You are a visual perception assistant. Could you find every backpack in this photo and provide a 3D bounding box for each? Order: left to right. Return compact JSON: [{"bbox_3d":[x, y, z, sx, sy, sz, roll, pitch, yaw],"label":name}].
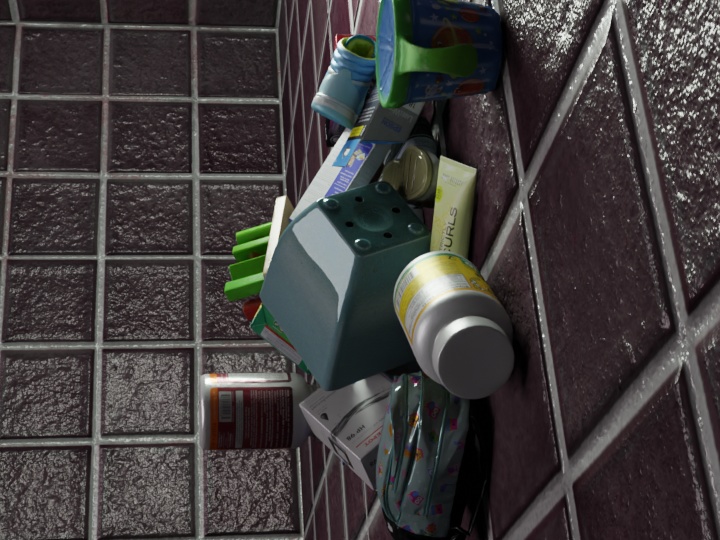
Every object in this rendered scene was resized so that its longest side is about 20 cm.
[{"bbox_3d":[0.082,0.221,1.476,0.167,0.125,0.202,-100,15,-63],"label":"backpack"}]

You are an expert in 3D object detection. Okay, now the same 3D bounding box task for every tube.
[{"bbox_3d":[0.111,-0.037,1.527,0.052,0.057,0.202,-42,-41,-67],"label":"tube"}]

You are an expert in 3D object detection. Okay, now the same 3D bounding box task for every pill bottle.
[{"bbox_3d":[-0.135,0.204,1.777,0.110,0.198,0.111,180,90,-81],"label":"pill bottle"},{"bbox_3d":[0.106,0.061,1.354,0.200,0.111,0.114,-112,23,-69],"label":"pill bottle"}]

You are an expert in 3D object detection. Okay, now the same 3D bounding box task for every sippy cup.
[{"bbox_3d":[0.090,-0.252,1.386,0.140,0.129,0.179,102,165,-52],"label":"sippy cup"}]

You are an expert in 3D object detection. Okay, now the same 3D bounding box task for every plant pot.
[{"bbox_3d":[0.000,0.000,1.619,0.197,0.194,0.201,52,146,34],"label":"plant pot"}]

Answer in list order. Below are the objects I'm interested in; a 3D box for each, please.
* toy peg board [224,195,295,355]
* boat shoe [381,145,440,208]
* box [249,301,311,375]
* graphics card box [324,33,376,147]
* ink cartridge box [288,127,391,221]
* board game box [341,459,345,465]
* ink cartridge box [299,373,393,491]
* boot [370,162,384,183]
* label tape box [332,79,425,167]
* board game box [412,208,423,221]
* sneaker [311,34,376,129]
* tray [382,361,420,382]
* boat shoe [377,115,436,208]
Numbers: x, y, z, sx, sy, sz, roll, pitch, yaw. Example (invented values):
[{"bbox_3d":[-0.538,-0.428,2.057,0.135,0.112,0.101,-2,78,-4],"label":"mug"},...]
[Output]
[{"bbox_3d":[-0.130,0.027,1.928,0.201,0.097,0.200,-85,-25,-51],"label":"toy peg board"},{"bbox_3d":[0.084,-0.123,1.643,0.200,0.068,0.076,-170,89,-76],"label":"boat shoe"},{"bbox_3d":[-0.064,0.082,1.767,0.049,0.117,0.200,-59,-18,21],"label":"box"},{"bbox_3d":[0.013,-0.279,1.924,0.201,0.124,0.051,102,165,-51],"label":"graphics card box"},{"bbox_3d":[-0.027,-0.143,1.884,0.201,0.037,0.094,-56,38,-5],"label":"ink cartridge box"},{"bbox_3d":[0.028,0.203,1.808,0.201,0.133,0.045,-103,16,-57],"label":"board game box"},{"bbox_3d":[0.021,0.214,1.653,0.200,0.115,0.067,34,154,48],"label":"ink cartridge box"},{"bbox_3d":[-0.007,-0.135,1.980,0.201,0.075,0.074,-61,11,19],"label":"boot"},{"bbox_3d":[0.040,-0.220,1.690,0.202,0.063,0.144,-64,10,1],"label":"label tape box"},{"bbox_3d":[0.012,-0.013,1.870,0.201,0.146,0.065,104,161,-60],"label":"board game box"},{"bbox_3d":[-0.008,-0.278,1.805,0.200,0.079,0.132,-44,-21,-85],"label":"sneaker"},{"bbox_3d":[0.025,0.110,1.768,0.200,0.022,0.108,41,-151,-38],"label":"tray"},{"bbox_3d":[0.070,-0.152,1.783,0.200,0.071,0.072,125,153,-57],"label":"boat shoe"}]
